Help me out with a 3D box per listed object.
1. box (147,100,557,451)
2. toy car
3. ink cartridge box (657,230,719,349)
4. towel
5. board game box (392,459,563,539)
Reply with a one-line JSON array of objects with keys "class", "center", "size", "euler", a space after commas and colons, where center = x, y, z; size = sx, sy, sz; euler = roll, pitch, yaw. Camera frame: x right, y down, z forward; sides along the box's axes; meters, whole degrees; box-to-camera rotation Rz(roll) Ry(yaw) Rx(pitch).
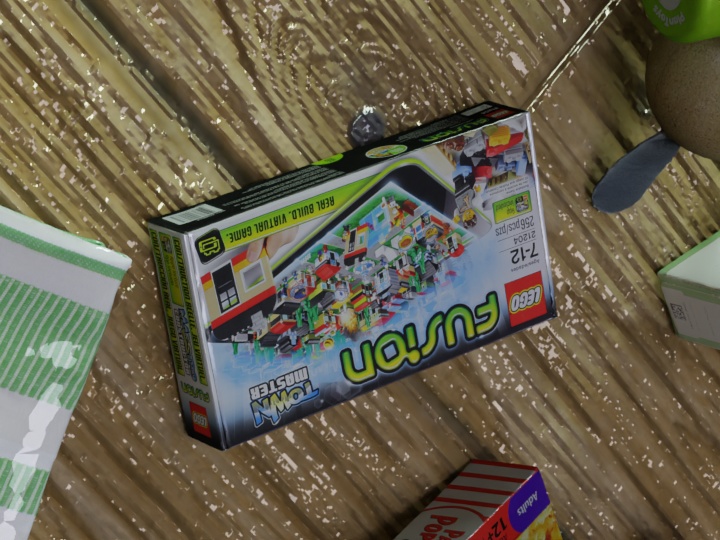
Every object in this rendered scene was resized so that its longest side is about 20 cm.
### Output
[{"class": "box", "center": [0.000, 0.000, 1.405], "size": [0.200, 0.035, 0.110], "euler": [-21, 112, -30]}, {"class": "toy car", "center": [0.179, -0.118, 1.470], "size": [0.164, 0.158, 0.200], "euler": [-13, 137, -28]}, {"class": "ink cartridge box", "center": [0.267, 0.000, 1.488], "size": [0.145, 0.200, 0.048], "euler": [-32, 117, -25]}, {"class": "towel", "center": [-0.193, 0.064, 1.294], "size": [0.152, 0.023, 0.200], "euler": [22, 88, -37]}, {"class": "board game box", "center": [0.058, 0.219, 1.466], "size": [0.151, 0.046, 0.200], "euler": [-41, 123, -39]}]
